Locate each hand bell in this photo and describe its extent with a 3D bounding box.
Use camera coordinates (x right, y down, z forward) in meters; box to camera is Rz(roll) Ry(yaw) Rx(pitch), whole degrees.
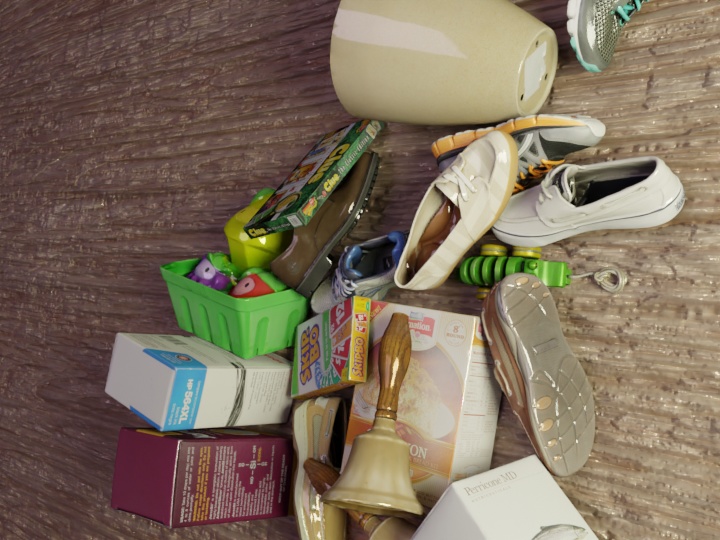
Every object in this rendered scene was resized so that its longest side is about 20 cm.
[{"bbox_3d":[0.003,0.270,0.905,0.200,0.104,0.104,34,105,36],"label":"hand bell"},{"bbox_3d":[0.025,0.140,0.839,0.104,0.104,0.201,-11,63,41],"label":"hand bell"}]

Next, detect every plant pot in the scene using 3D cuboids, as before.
[{"bbox_3d":[0.101,-0.232,0.891,0.200,0.187,0.188,23,98,31],"label":"plant pot"}]

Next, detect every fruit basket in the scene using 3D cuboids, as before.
[{"bbox_3d":[-0.156,-0.007,1.106,0.215,0.155,0.216,12,108,44],"label":"fruit basket"}]

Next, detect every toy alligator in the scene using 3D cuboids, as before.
[{"bbox_3d":[0.169,0.003,0.849,0.200,0.054,0.060,2,84,43],"label":"toy alligator"}]

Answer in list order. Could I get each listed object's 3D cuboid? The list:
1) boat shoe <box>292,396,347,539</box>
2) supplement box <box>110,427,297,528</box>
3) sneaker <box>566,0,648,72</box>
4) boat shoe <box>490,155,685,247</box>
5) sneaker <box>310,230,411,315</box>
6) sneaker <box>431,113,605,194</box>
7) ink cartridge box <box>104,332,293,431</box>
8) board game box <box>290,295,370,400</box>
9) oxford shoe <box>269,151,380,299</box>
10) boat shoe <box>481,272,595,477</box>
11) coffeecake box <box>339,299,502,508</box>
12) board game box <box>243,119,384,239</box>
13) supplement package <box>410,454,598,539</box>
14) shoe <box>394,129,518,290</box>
[{"bbox_3d":[-0.036,0.250,0.989,0.076,0.072,0.201,-15,72,24],"label":"boat shoe"},{"bbox_3d":[-0.189,0.254,1.036,0.131,0.200,0.104,0,82,42],"label":"supplement box"},{"bbox_3d":[0.266,-0.293,0.806,0.091,0.077,0.201,18,95,40],"label":"sneaker"},{"bbox_3d":[0.207,-0.071,0.805,0.200,0.066,0.072,-2,54,42],"label":"boat shoe"},{"bbox_3d":[0.000,0.000,0.987,0.200,0.085,0.077,-32,61,35],"label":"sneaker"},{"bbox_3d":[0.166,-0.118,0.871,0.200,0.078,0.078,-8,89,46],"label":"sneaker"},{"bbox_3d":[-0.202,0.141,1.071,0.146,0.200,0.085,18,97,44],"label":"ink cartridge box"},{"bbox_3d":[-0.042,0.099,0.995,0.200,0.030,0.096,146,131,-63],"label":"board game box"},{"bbox_3d":[-0.045,-0.070,1.022,0.200,0.084,0.073,-57,4,-3],"label":"oxford shoe"},{"bbox_3d":[0.172,0.103,0.817,0.072,0.075,0.201,-29,74,65],"label":"boat shoe"},{"bbox_3d":[0.070,0.142,0.903,0.153,0.073,0.201,7,86,45],"label":"coffeecake box"},{"bbox_3d":[-0.056,-0.116,1.018,0.105,0.023,0.200,-9,36,43],"label":"board game box"},{"bbox_3d":[0.153,0.291,0.746,0.200,0.117,0.118,54,136,33],"label":"supplement package"},{"bbox_3d":[0.096,-0.056,0.856,0.070,0.053,0.200,48,123,31],"label":"shoe"}]
